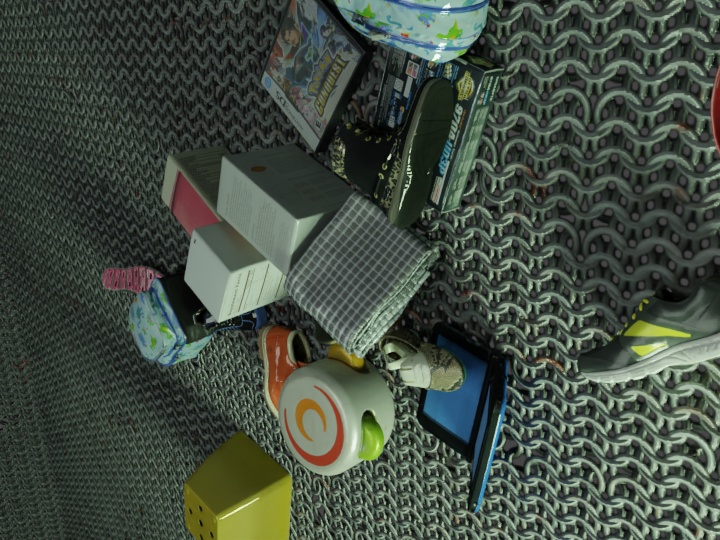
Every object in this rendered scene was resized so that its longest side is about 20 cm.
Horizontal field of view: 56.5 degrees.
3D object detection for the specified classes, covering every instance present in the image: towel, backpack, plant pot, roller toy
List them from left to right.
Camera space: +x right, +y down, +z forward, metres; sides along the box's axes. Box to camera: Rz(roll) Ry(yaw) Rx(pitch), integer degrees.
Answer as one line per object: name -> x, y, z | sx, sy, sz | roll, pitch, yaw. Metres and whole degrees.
backpack -> -0.445, 0.122, 1.542 | 0.185, 0.146, 0.200 | 59, 141, 15
plant pot -> -0.285, 0.522, 1.502 | 0.199, 0.175, 0.203 | 29, 125, 37
roller toy -> -0.039, 0.239, 1.150 | 0.182, 0.139, 0.202 | -39, 74, 36
towel -> 0.000, 0.000, 0.983 | 0.165, 0.085, 0.201 | 39, 91, 31
backpack -> 0.065, -0.341, 0.813 | 0.198, 0.163, 0.156 | 17, 126, 35

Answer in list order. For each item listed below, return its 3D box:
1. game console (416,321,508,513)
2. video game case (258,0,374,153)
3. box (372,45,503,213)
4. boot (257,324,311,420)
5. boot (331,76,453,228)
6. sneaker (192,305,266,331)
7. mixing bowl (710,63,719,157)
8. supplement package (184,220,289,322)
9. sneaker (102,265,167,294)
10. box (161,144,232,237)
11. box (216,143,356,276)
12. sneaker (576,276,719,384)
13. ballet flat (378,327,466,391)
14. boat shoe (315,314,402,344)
game console -> 0.137, 0.208, 0.964 | 0.116, 0.171, 0.203 | 11, 118, 9
video game case -> -0.078, -0.321, 1.058 | 0.182, 0.025, 0.201 | 53, 136, 19
box -> 0.091, -0.204, 0.904 | 0.158, 0.046, 0.202 | 37, 129, 32
boot -> -0.135, 0.205, 1.295 | 0.106, 0.075, 0.203 | -2, 102, 43
boot -> 0.034, -0.177, 0.887 | 0.153, 0.073, 0.206 | 40, 132, 33
sneaker -> -0.275, 0.099, 1.397 | 0.198, 0.077, 0.071 | -5, 102, 48
mixing bowl -> 0.405, -0.140, 0.540 | 0.199, 0.108, 0.203 | 19, 118, 42
supplement package -> -0.186, -0.016, 1.163 | 0.117, 0.198, 0.118 | 45, 133, 26
sneaker -> -0.545, 0.025, 1.675 | 0.197, 0.087, 0.075 | 3, 90, 24
box -> -0.268, -0.126, 1.265 | 0.200, 0.127, 0.110 | 48, 135, 24
box -> -0.115, -0.105, 1.087 | 0.200, 0.151, 0.107 | 40, 131, 31
sneaker -> 0.327, 0.066, 0.744 | 0.199, 0.074, 0.086 | -27, 79, 40
ballet flat -> 0.077, 0.134, 0.980 | 0.200, 0.074, 0.069 | -153, 55, -67
boat shoe -> -0.006, 0.086, 1.094 | 0.199, 0.073, 0.077 | -15, 64, 56
